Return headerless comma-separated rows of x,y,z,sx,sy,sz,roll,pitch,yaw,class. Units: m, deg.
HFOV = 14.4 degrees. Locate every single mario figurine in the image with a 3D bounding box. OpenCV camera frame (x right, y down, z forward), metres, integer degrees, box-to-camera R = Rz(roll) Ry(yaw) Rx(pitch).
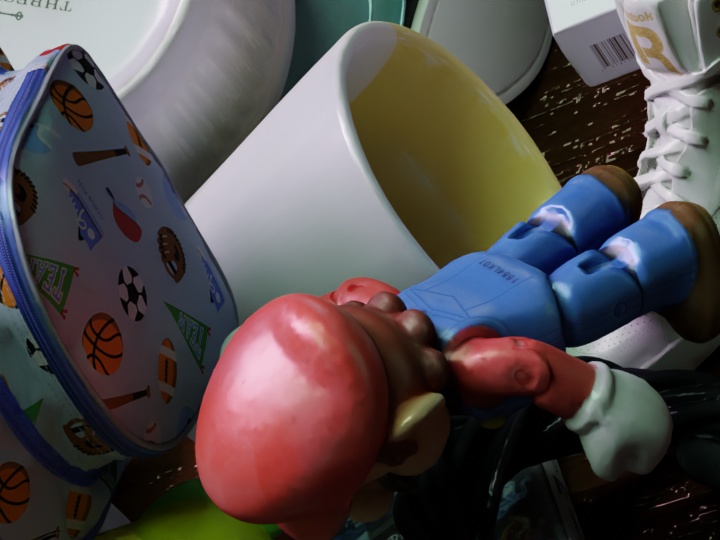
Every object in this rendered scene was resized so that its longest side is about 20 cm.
0.031,0.041,0.985,0.200,0.106,0.123,-25,0,-29,mario figurine

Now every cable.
0.091,0.089,0.969,0.163,0.051,0.200,-12,34,17,cable

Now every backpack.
-0.142,0.023,1.016,0.154,0.200,0.191,-20,26,32,backpack

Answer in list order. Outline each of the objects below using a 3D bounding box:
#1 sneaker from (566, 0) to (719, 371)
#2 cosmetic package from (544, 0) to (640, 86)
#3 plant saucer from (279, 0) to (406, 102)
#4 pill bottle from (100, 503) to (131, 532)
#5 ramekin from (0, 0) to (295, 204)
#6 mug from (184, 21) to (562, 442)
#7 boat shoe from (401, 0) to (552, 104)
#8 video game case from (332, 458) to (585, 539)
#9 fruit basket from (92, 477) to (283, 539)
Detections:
0.118,-0.053,1.081,0.074,0.116,0.200,12,61,52,sneaker
0.162,-0.181,1.170,0.200,0.052,0.151,-21,57,15,cosmetic package
-0.077,-0.115,1.250,0.200,0.027,0.200,-2,77,8,plant saucer
-0.181,0.161,1.156,0.200,0.112,0.112,-49,31,-12,pill bottle
-0.134,-0.114,1.191,0.200,0.105,0.200,-2,76,9,ramekin
0.000,0.006,1.155,0.153,0.186,0.150,-36,63,27,mug
0.049,-0.130,1.300,0.062,0.073,0.200,-18,33,37,boat shoe
0.001,0.157,1.043,0.200,0.023,0.182,-36,32,13,video game case
-0.113,0.164,1.012,0.216,0.155,0.216,-36,48,54,fruit basket
